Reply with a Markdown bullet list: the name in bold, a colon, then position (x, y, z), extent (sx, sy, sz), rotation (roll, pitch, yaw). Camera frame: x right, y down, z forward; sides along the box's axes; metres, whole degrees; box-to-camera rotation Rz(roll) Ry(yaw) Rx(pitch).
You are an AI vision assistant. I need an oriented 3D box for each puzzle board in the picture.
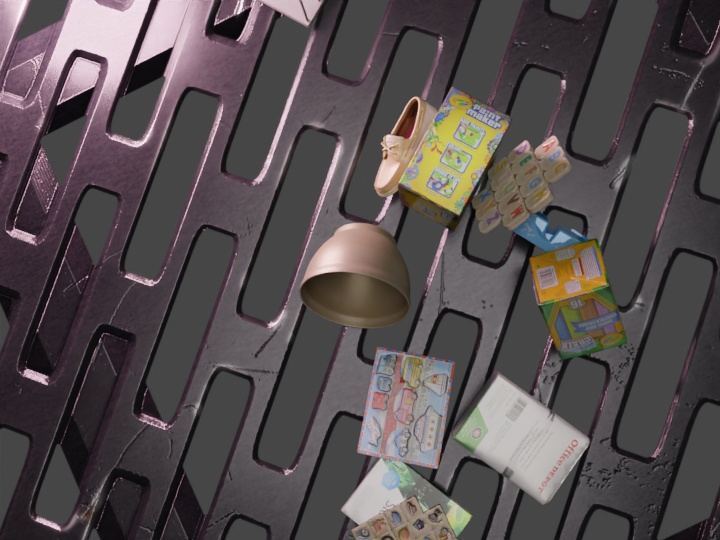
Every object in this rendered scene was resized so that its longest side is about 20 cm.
- **puzzle board**: position (0.086, 0.252, 1.453), extent (0.150, 0.017, 0.200), rotation (10, 76, 5)

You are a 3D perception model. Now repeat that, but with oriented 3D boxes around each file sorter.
- **file sorter**: position (-0.116, -0.605, 1.502), extent (0.139, 0.125, 0.200), rotation (30, 89, 7)

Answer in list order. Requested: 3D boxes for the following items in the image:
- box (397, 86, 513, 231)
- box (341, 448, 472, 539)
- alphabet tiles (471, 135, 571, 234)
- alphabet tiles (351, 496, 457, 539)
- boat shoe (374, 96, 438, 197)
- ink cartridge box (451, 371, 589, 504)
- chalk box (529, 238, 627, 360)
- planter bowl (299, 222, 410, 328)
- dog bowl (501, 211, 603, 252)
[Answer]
- **box**: position (0.166, -0.193, 1.408), extent (0.122, 0.200, 0.193), rotation (29, 89, 6)
- **box**: position (0.085, 0.446, 1.444), extent (0.200, 0.036, 0.144), rotation (36, 89, 5)
- **alphabet tiles**: position (0.282, -0.155, 1.404), extent (0.196, 0.200, 0.015), rotation (-37, 120, 23)
- **alphabet tiles**: position (0.079, 0.516, 1.420), extent (0.200, 0.006, 0.167), rotation (-28, 84, 2)
- **boat shoe**: position (0.073, -0.236, 1.473), extent (0.074, 0.069, 0.200), rotation (18, 77, 48)
- **ink cartridge box**: position (0.287, 0.300, 1.416), extent (0.200, 0.084, 0.146), rotation (36, 89, 6)
- **chalk box**: position (0.389, 0.067, 1.378), extent (0.124, 0.200, 0.125), rotation (-18, 40, 17)
- **planter bowl**: position (0.000, 0.000, 1.424), extent (0.200, 0.200, 0.135), rotation (8, 59, 5)
- **dog bowl**: position (0.343, -0.068, 1.434), extent (0.200, 0.111, 0.050), rotation (33, 107, 6)
